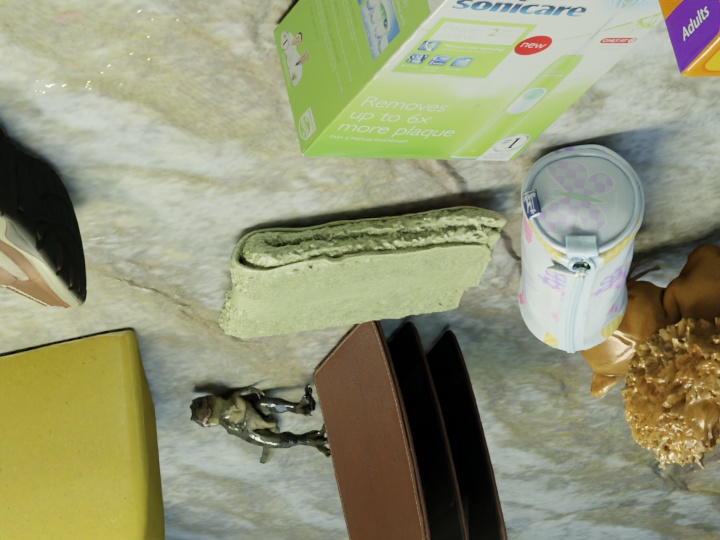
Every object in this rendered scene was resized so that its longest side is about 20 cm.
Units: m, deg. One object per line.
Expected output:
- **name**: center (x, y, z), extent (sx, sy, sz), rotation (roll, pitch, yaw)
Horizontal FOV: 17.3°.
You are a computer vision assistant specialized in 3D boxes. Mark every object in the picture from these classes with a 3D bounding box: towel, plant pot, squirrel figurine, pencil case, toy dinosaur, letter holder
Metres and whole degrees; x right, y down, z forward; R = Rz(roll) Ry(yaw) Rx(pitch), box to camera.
- **towel**: center (0.000, 0.000, 1.676), extent (0.199, 0.037, 0.148), rotation (-9, 159, -12)
- **plant pot**: center (-0.238, 0.186, 1.775), extent (0.194, 0.201, 0.194), rotation (-12, 159, -5)
- **squirrel figurine**: center (0.247, 0.051, 1.762), extent (0.186, 0.200, 0.142), rotation (-2, 121, 17)
- **pencil case**: center (0.153, -0.012, 1.661), extent (0.083, 0.091, 0.200), rotation (-12, 160, -2)
- **toy dinosaur**: center (-0.073, 0.126, 1.937), extent (0.088, 0.048, 0.200), rotation (-4, 162, 16)
- **letter holder**: center (0.049, 0.141, 1.829), extent (0.100, 0.201, 0.142), rotation (-4, 157, -23)

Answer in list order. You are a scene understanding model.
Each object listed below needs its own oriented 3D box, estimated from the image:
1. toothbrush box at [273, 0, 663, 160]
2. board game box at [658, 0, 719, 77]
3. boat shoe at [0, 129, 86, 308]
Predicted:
- **toothbrush box**: center (0.063, -0.142, 1.291), extent (0.145, 0.086, 0.200), rotation (0, 154, -31)
- **board game box**: center (0.244, -0.221, 1.038), extent (0.199, 0.201, 0.200), rotation (-4, 157, -24)
- **boat shoe**: center (-0.226, -0.033, 1.422), extent (0.073, 0.076, 0.200), rotation (-12, 151, 13)
